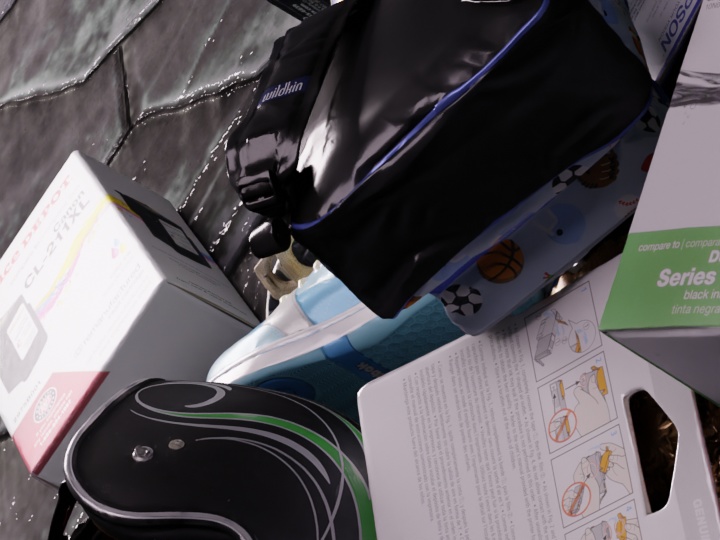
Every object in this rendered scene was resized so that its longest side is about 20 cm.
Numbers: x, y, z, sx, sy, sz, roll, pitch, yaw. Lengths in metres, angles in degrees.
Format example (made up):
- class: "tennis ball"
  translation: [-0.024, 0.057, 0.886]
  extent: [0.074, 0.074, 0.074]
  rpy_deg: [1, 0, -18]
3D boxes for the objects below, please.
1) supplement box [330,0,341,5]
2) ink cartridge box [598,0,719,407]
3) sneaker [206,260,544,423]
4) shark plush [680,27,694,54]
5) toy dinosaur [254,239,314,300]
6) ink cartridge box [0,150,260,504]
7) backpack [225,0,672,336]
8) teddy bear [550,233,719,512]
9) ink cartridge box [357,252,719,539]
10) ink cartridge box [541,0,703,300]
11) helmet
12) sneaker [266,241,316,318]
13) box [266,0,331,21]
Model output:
- class: "supplement box"
  translation: [0.070, -0.211, 1.374]
  extent: [0.200, 0.108, 0.110]
  rpy_deg: [130, 144, -50]
- class: "ink cartridge box"
  translation: [0.201, -0.035, 1.173]
  extent: [0.084, 0.146, 0.201]
  rpy_deg: [-4, 62, 52]
- class: "sneaker"
  translation: [0.000, 0.000, 1.424]
  extent: [0.199, 0.079, 0.131]
  rpy_deg: [-26, 51, 22]
- class: "shark plush"
  translation: [0.218, -0.167, 1.375]
  extent: [0.083, 0.090, 0.201]
  rpy_deg: [-69, 5, -53]
- class: "toy dinosaur"
  translation: [-0.004, 0.014, 1.477]
  extent: [0.200, 0.101, 0.058]
  rpy_deg: [-53, 6, 0]
- class: "ink cartridge box"
  translation: [-0.157, 0.038, 1.691]
  extent: [0.146, 0.083, 0.200]
  rpy_deg: [-55, 32, 9]
- class: "backpack"
  translation: [0.052, -0.081, 1.273]
  extent: [0.200, 0.154, 0.191]
  rpy_deg: [-35, 30, 17]
- class: "teddy bear"
  translation: [0.139, 0.082, 1.260]
  extent: [0.145, 0.066, 0.201]
  rpy_deg: [-51, 37, 32]
- class: "ink cartridge box"
  translation: [0.088, 0.109, 1.225]
  extent: [0.176, 0.045, 0.201]
  rpy_deg: [-28, 52, 28]
- class: "ink cartridge box"
  translation: [0.122, -0.112, 1.401]
  extent: [0.200, 0.043, 0.197]
  rpy_deg: [-110, 37, -50]
- class: "helmet"
  translation: [-0.051, 0.154, 1.340]
  extent: [0.190, 0.200, 0.201]
  rpy_deg: [24, 83, 16]
- class: "sneaker"
  translation: [0.003, -0.034, 1.550]
  extent: [0.086, 0.077, 0.201]
  rpy_deg: [167, 124, -84]
- class: "box"
  translation: [0.033, -0.228, 1.598]
  extent: [0.106, 0.122, 0.201]
  rpy_deg: [-25, 45, 44]
